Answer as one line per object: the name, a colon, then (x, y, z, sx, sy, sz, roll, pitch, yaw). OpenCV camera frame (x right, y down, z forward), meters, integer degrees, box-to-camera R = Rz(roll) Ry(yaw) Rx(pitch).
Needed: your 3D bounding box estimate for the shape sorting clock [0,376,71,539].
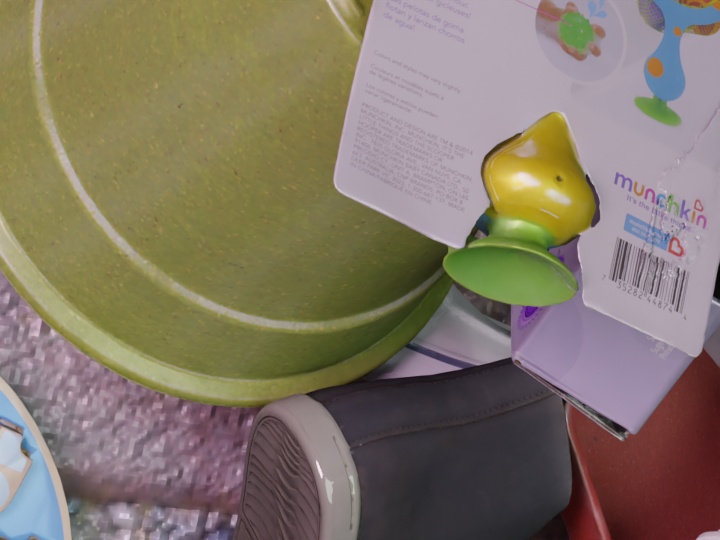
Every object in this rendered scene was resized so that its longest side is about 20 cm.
shape sorting clock: (-0.189, 0.106, 0.984, 0.199, 0.039, 0.201, -7, 104, -27)

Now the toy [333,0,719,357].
toy: (0.053, -0.082, 0.811, 0.115, 0.047, 0.201, 24, 60, -22)

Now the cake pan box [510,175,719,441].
cake pan box: (0.116, -0.063, 0.923, 0.052, 0.200, 0.185, 30, 112, -9)

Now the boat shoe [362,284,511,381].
boat shoe: (0.000, 0.000, 1.043, 0.199, 0.074, 0.066, 22, 95, -31)

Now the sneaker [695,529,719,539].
sneaker: (0.146, 0.088, 1.052, 0.200, 0.073, 0.116, 18, 73, -60)

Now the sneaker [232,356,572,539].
sneaker: (0.010, 0.112, 1.031, 0.106, 0.075, 0.200, -13, 144, -25)

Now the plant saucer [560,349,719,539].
plant saucer: (0.139, 0.084, 1.121, 0.200, 0.037, 0.200, -42, 121, -43)

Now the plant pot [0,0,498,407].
plant pot: (-0.005, -0.074, 0.917, 0.199, 0.190, 0.201, 8, 73, -26)

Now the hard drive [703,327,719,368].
hard drive: (0.179, -0.047, 1.095, 0.200, 0.025, 0.132, -29, 70, -29)
